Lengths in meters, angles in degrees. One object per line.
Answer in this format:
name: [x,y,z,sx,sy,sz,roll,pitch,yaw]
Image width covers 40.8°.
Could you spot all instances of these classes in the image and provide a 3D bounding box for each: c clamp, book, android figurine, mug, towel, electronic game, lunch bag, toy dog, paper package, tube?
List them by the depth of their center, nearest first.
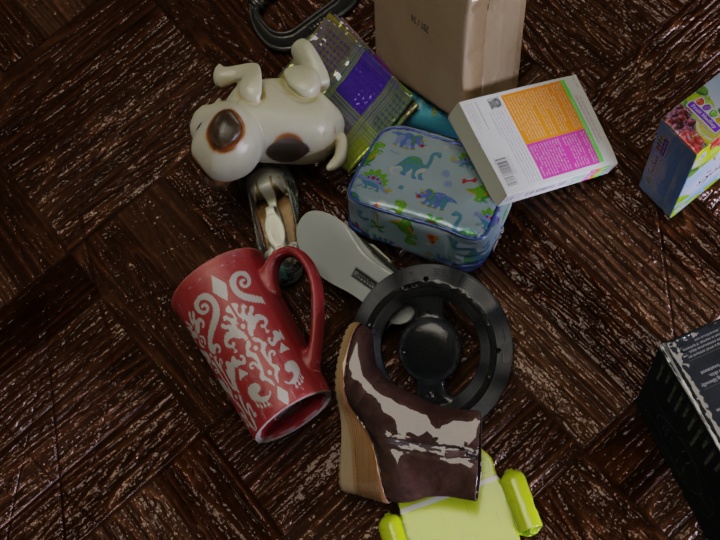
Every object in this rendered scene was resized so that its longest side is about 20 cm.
android figurine: [0.110,0.282,1.098,0.178,0.041,0.204,-17,67,1]
electronic game: [0.083,0.094,1.149,0.195,0.042,0.205,1,93,13]
mug: [-0.119,0.081,1.159,0.132,0.178,0.202,-12,61,-42]
book: [0.222,-0.165,1.220,0.197,0.048,0.136,-16,71,-32]
lunch bag: [0.093,-0.097,1.234,0.196,0.083,0.162,18,56,15]
paper package: [0.112,-0.322,1.253,0.102,0.193,0.200,-27,48,-25]
toy dog: [-0.131,-0.179,1.255,0.198,0.140,0.196,-23,74,-32]
tube: [0.088,-0.221,1.323,0.197,0.051,0.078,19,59,21]
towel: [-0.027,-0.246,1.338,0.144,0.023,0.201,-45,66,11]
c clamp: [-0.092,-0.420,1.451,0.200,0.027,0.171,-43,72,-12]

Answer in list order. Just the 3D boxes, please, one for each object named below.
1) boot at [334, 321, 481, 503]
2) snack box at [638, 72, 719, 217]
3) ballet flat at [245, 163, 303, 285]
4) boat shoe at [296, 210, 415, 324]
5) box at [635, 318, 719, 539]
boot: [0.057,0.159,1.093,0.163,0.072,0.205,-3,82,16]
snack box: [0.443,-0.178,1.176,0.198,0.169,0.068,-36,69,-9]
ballet flat: [-0.114,-0.083,1.279,0.071,0.072,0.204,-15,65,2]
boat shoe: [0.000,0.000,1.228,0.199,0.063,0.071,42,100,18]
box: [0.396,0.173,1.010,0.122,0.201,0.200,-21,65,-2]
